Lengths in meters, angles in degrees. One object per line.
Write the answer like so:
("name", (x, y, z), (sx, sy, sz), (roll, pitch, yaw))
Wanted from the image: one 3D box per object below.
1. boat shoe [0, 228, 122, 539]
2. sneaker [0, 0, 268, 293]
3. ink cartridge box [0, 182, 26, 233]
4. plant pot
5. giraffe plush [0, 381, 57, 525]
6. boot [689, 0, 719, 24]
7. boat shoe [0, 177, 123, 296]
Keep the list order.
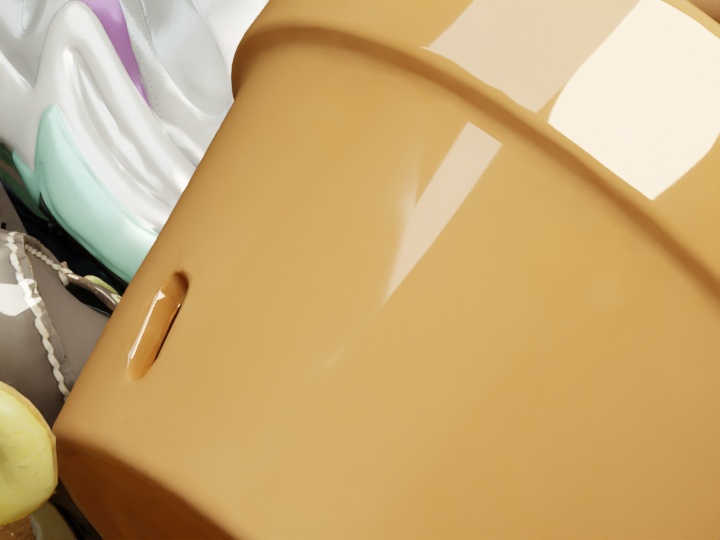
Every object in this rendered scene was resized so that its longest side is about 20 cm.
("boat shoe", (-0.069, 0.034, 0.725), (0.059, 0.200, 0.072), (-16, 67, 0))
("sneaker", (-0.069, -0.084, 0.804), (0.200, 0.078, 0.140), (38, 83, 23))
("ink cartridge box", (-0.178, 0.048, 0.859), (0.044, 0.094, 0.200), (5, 40, 44))
("plant pot", (0.024, 0.033, 0.634), (0.140, 0.200, 0.200), (-48, 34, -16))
("giraffe plush", (-0.118, 0.104, 0.636), (0.172, 0.163, 0.200), (-40, 31, -29))
("boot", (0.136, -0.073, 0.754), (0.154, 0.074, 0.201), (-1, 46, -14))
("boat shoe", (-0.075, -0.028, 0.945), (0.075, 0.062, 0.200), (-36, 31, -26))
